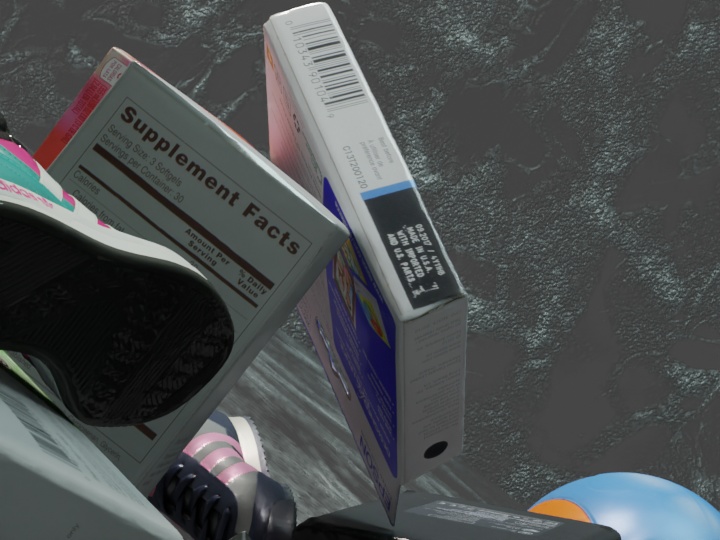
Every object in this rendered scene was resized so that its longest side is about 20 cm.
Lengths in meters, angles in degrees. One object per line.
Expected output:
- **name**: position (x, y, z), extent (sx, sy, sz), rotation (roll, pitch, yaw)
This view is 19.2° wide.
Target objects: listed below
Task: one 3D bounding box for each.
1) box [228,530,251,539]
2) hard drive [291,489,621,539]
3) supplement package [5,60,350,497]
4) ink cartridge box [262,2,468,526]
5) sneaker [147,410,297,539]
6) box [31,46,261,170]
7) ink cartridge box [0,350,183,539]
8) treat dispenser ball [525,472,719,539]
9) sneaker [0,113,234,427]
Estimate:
- **box**: position (-0.011, 0.175, 0.671), extent (0.160, 0.044, 0.200), rotation (57, -1, -5)
- **hard drive**: position (0.058, 0.156, 1.192), extent (0.139, 0.033, 0.200), rotation (9, 1, 18)
- **supplement package**: position (-0.110, 0.024, 0.948), extent (0.117, 0.200, 0.117), rotation (38, 0, 3)
- **ink cartridge box**: position (0.000, 0.000, 1.100), extent (0.200, 0.043, 0.198), rotation (92, -23, -55)
- **sneaker**: position (-0.091, 0.132, 1.210), extent (0.082, 0.070, 0.200), rotation (14, 11, -18)
- **box**: position (-0.144, -0.006, 1.106), extent (0.095, 0.200, 0.103), rotation (36, 0, -1)
- **ink cartridge box**: position (-0.175, 0.051, 0.702), extent (0.146, 0.084, 0.200), rotation (39, 1, 42)
- **treat dispenser ball**: position (0.191, 0.248, 1.556), extent (0.201, 0.201, 0.201), rotation (38, 1, -1)
- **sneaker**: position (-0.131, -0.016, 0.766), extent (0.121, 0.084, 0.200), rotation (50, 6, 30)
